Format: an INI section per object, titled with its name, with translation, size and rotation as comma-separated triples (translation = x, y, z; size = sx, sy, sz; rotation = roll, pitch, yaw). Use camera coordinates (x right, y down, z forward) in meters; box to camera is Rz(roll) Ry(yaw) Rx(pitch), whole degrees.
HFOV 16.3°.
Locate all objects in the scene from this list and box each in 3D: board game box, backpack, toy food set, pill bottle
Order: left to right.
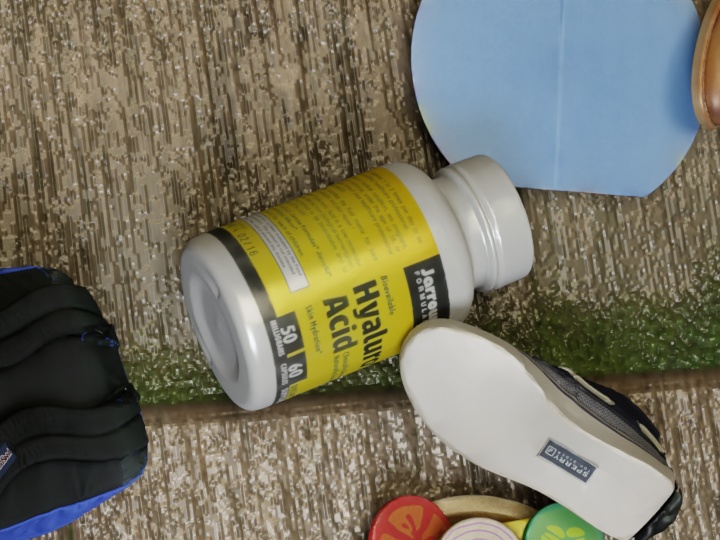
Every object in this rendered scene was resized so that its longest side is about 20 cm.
[backpack]
translation = -0.234, 0.082, 1.424
size = 0.199, 0.167, 0.163
rotation = -15, 85, -50
[pill bottle]
translation = 0.000, 0.000, 1.527
size = 0.199, 0.111, 0.112
rotation = -22, 84, -18
[toy food set]
translation = 0.071, 0.230, 1.526
size = 0.199, 0.049, 0.199
rotation = -9, 80, -16
[board game box]
translation = 0.125, -0.127, 1.629
size = 0.199, 0.039, 0.159
rotation = 4, 83, -11

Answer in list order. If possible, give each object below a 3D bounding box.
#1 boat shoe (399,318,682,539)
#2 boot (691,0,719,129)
[boat shoe]
translation = 0.106, 0.086, 1.540
size = 0.200, 0.093, 0.075
rotation = 37, 107, -13
[boot]
translation = 0.314, -0.152, 1.615
size = 0.200, 0.155, 0.077
rotation = -45, 135, -35
